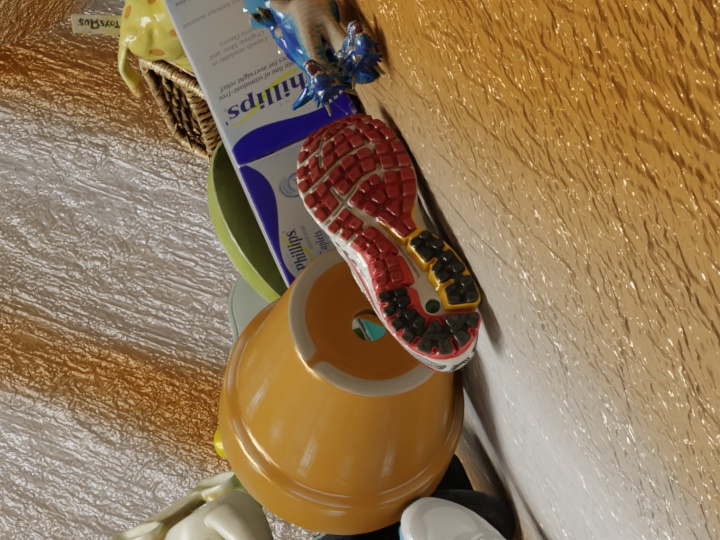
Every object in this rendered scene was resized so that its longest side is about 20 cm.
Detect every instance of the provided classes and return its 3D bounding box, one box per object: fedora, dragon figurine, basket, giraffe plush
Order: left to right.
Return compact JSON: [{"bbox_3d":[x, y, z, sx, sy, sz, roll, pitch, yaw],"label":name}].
[{"bbox_3d":[-0.153,-0.264,1.394,0.162,0.199,0.174,-13,99,56],"label":"giraffe plush"},{"bbox_3d":[-0.137,-0.165,1.616,0.200,0.148,0.144,79,166,-68],"label":"basket"},{"bbox_3d":[-0.028,-0.141,0.975,0.200,0.058,0.100,118,129,-83],"label":"dragon figurine"},{"bbox_3d":[0.035,0.216,1.303,0.201,0.198,0.092,72,-173,-52],"label":"fedora"}]

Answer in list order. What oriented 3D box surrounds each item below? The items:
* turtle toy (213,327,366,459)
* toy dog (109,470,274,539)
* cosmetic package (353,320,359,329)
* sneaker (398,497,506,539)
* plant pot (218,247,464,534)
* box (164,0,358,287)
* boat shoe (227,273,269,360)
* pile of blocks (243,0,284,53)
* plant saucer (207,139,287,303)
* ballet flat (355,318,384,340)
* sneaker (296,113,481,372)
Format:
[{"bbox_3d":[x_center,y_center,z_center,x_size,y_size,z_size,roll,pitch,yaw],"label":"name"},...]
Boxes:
[{"bbox_3d":[-0.035,0.133,1.391,0.145,0.201,0.101,5,146,42],"label":"turtle toy"},{"bbox_3d":[-0.102,0.293,1.326,0.193,0.139,0.202,-21,98,49],"label":"toy dog"},{"bbox_3d":[0.033,0.126,1.556,0.200,0.072,0.104,76,169,-64],"label":"cosmetic package"},{"bbox_3d":[0.110,0.232,1.103,0.200,0.075,0.087,40,152,22],"label":"sneaker"},{"bbox_3d":[-0.006,0.077,1.144,0.184,0.198,0.202,106,142,-60],"label":"plant pot"},{"bbox_3d":[-0.066,-0.124,1.233,0.185,0.104,0.201,70,175,-56],"label":"box"},{"bbox_3d":[-0.082,0.051,1.385,0.060,0.075,0.201,47,-153,-28],"label":"boat shoe"},{"bbox_3d":[-0.088,-0.222,1.034,0.201,0.061,0.083,70,-149,-43],"label":"pile of blocks"},{"bbox_3d":[-0.077,-0.033,1.373,0.200,0.031,0.201,41,-150,-30],"label":"plant saucer"},{"bbox_3d":[0.000,0.000,1.371,0.062,0.067,0.202,-76,-36,-81],"label":"ballet flat"},{"bbox_3d":[0.016,-0.016,0.985,0.082,0.077,0.201,72,173,-65],"label":"sneaker"}]
